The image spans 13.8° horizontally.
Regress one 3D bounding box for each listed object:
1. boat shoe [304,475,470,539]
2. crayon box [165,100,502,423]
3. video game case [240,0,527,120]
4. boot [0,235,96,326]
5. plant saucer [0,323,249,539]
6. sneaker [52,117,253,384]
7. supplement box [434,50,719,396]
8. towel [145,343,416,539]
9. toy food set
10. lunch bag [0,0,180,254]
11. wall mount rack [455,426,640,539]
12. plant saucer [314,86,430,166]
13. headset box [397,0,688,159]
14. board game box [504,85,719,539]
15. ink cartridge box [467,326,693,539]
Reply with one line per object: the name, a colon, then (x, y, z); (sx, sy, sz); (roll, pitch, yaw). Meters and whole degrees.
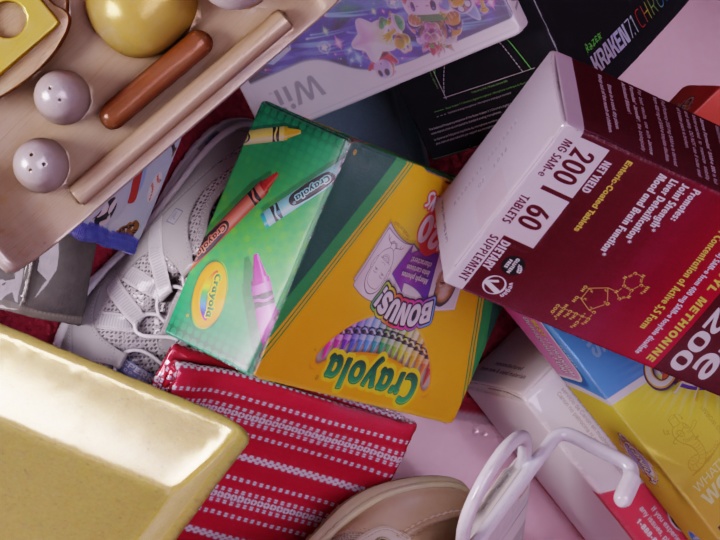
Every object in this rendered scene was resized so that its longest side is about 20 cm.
boat shoe: (-0.005, 0.160, 1.444); (0.200, 0.065, 0.072); (-21, 132, -42)
crayon box: (0.000, 0.000, 1.443); (0.200, 0.058, 0.119); (17, 97, -59)
video game case: (-0.027, -0.176, 1.378); (0.143, 0.018, 0.200); (-21, 104, 24)
boot: (-0.125, -0.073, 1.440); (0.181, 0.073, 0.201); (8, 84, -9)
plant saucer: (-0.181, 0.111, 1.360); (0.200, 0.200, 0.049); (-52, 159, -47)
sneaker: (-0.089, 0.013, 1.455); (0.075, 0.082, 0.200); (29, 82, -22)
supplement box: (0.147, -0.013, 1.404); (0.200, 0.061, 0.109); (22, 125, -22)
towel: (-0.072, 0.143, 1.468); (0.144, 0.022, 0.200); (19, 106, -28)
toy food set: (-0.118, -0.117, 1.255); (0.200, 0.060, 0.144); (-40, 89, 1)
lunch bag: (-0.173, -0.120, 1.348); (0.200, 0.124, 0.170); (23, 89, 12)
wall mount rack: (0.073, 0.177, 1.470); (0.074, 0.200, 0.174); (28, 60, 17)
plant saucer: (-0.015, -0.121, 1.513); (0.070, 0.019, 0.201); (-17, 99, -21)
headset box: (0.063, -0.185, 1.457); (0.200, 0.093, 0.174); (65, 33, -13)
board game box: (0.179, 0.031, 1.502); (0.153, 0.040, 0.200); (-44, 107, -15)
ink cartridge box: (0.176, 0.048, 1.570); (0.200, 0.086, 0.148); (-43, 108, -16)
